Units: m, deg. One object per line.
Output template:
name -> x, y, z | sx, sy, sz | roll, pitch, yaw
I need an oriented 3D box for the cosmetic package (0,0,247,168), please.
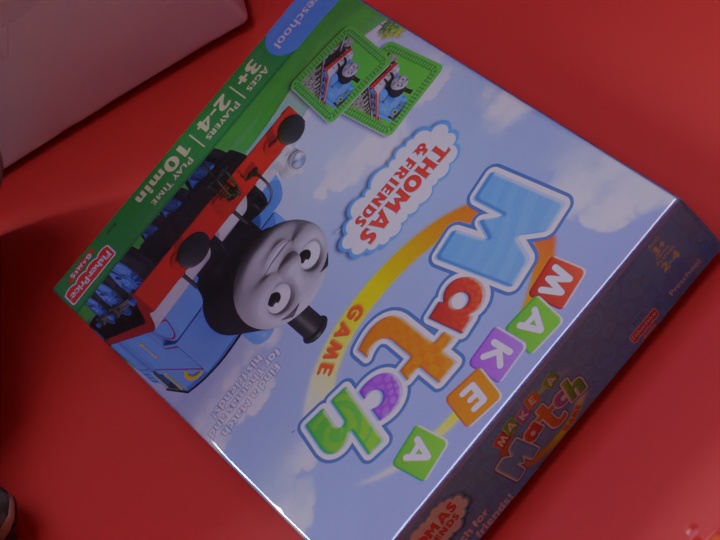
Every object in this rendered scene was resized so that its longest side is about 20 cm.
cosmetic package -> -0.187, -0.140, 0.822 | 0.200, 0.199, 0.123 | -30, 48, 18

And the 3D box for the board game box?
board game box -> 0.000, 0.000, 0.701 | 0.151, 0.037, 0.200 | -50, 45, -2

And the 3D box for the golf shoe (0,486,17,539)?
golf shoe -> -0.218, 0.111, 0.760 | 0.200, 0.088, 0.077 | -26, 51, 24

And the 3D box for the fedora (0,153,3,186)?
fedora -> -0.208, 0.032, 0.765 | 0.200, 0.177, 0.090 | -17, 73, -24
